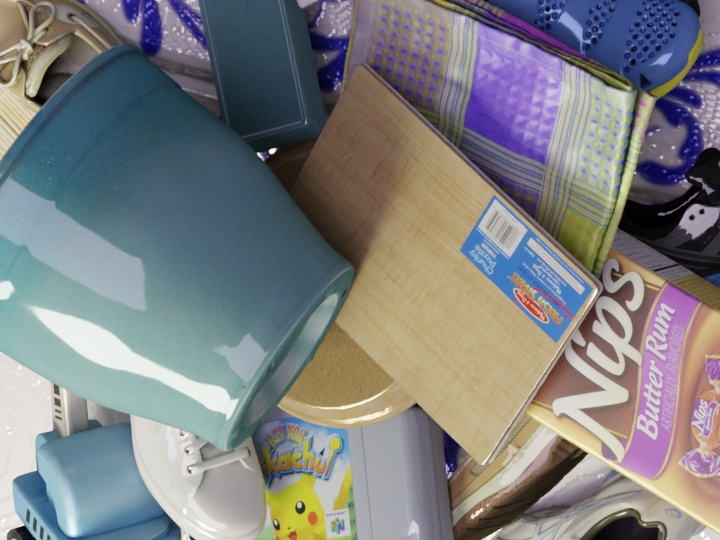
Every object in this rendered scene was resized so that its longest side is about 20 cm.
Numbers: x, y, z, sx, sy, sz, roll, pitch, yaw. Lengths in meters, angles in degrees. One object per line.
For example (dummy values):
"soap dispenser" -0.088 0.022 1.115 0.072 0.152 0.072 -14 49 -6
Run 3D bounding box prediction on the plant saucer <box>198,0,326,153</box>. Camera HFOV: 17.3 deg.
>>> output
"plant saucer" -0.073 -0.175 1.482 0.070 0.019 0.200 -13 86 22

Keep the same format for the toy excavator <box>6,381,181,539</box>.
"toy excavator" -0.184 0.115 1.559 0.194 0.100 0.200 39 134 53

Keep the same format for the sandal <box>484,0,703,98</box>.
"sandal" 0.103 -0.147 1.390 0.200 0.080 0.087 8 149 26

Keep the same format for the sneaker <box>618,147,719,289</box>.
"sneaker" 0.234 -0.037 1.403 0.199 0.071 0.083 -17 103 25

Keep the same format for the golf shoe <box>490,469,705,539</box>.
"golf shoe" 0.128 0.186 1.483 0.200 0.097 0.078 -41 90 25

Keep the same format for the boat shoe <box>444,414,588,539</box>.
"boat shoe" 0.107 0.094 1.490 0.200 0.072 0.076 -43 72 18

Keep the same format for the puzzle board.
"puzzle board" 0.040 -0.004 1.394 0.200 0.017 0.151 44 127 19

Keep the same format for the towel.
"towel" 0.068 -0.081 1.371 0.200 0.023 0.144 30 122 27

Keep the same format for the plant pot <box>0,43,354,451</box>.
"plant pot" -0.113 0.000 1.395 0.188 0.200 0.200 34 112 8

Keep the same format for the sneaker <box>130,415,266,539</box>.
"sneaker" -0.112 0.079 1.503 0.200 0.073 0.085 64 156 16

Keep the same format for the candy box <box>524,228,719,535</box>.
"candy box" 0.172 0.059 1.386 0.200 0.056 0.117 31 108 22

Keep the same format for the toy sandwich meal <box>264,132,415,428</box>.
"toy sandwich meal" 0.000 0.000 1.489 0.205 0.070 0.206 1 92 30

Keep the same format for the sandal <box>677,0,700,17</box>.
"sandal" 0.136 -0.223 1.394 0.200 0.075 0.045 47 74 -4

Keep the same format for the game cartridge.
"game cartridge" -0.032 0.150 1.525 0.200 0.040 0.134 -14 74 35

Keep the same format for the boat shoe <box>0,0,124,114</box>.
"boat shoe" -0.180 -0.121 1.526 0.201 0.063 0.073 41 101 5

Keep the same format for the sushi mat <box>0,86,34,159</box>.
"sushi mat" -0.222 -0.078 1.586 0.200 0.012 0.096 46 114 4

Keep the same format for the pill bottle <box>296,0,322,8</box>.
"pill bottle" -0.039 -0.265 1.421 0.111 0.111 0.200 -22 95 23
